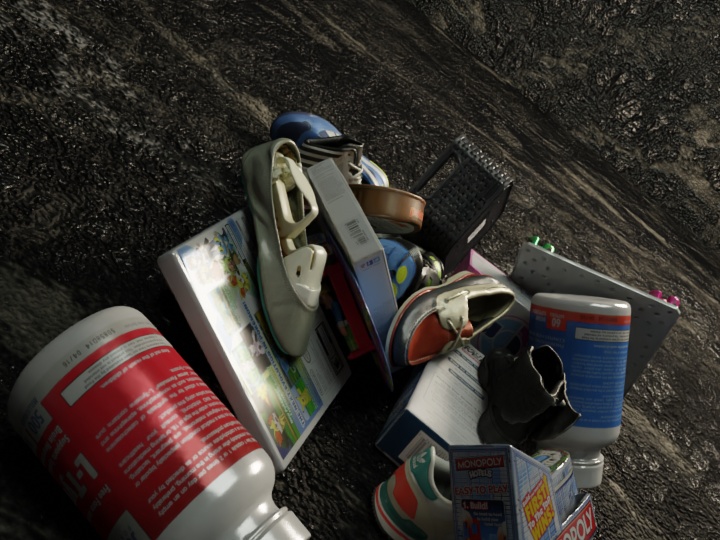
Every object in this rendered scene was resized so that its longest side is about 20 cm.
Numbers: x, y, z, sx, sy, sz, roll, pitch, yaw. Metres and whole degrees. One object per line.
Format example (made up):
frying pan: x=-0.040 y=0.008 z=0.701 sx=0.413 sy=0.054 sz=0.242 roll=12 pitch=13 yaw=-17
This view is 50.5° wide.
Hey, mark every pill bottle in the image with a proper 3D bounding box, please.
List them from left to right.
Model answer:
pill bottle: x=-0.129 y=0.131 z=0.503 sx=0.200 sy=0.113 sz=0.112 roll=44 pitch=27 yaw=13
pill bottle: x=0.239 y=0.132 z=0.856 sx=0.109 sy=0.205 sz=0.112 roll=4 pitch=2 yaw=0

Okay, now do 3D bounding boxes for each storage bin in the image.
storage bin: x=0.128 y=-0.081 z=1.054 sx=0.094 sy=0.135 sz=0.200 roll=43 pitch=-4 yaw=10

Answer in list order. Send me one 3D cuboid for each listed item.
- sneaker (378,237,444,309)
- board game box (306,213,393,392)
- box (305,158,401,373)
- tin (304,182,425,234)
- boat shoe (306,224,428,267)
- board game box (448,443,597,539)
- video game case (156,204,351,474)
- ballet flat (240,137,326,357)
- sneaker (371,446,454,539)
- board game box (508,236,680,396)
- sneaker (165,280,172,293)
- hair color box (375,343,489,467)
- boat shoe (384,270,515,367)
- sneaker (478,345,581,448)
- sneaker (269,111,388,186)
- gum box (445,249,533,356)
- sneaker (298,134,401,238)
sneaker: x=0.056 y=-0.001 z=0.882 sx=0.200 sy=0.081 sz=0.072 roll=72 pitch=-6 yaw=-76
board game box: x=-0.022 y=0.041 z=0.793 sx=0.201 sy=0.038 sz=0.160 roll=-119 pitch=-170 yaw=-51
box: x=0.000 y=0.000 z=0.819 sx=0.202 sy=0.036 sz=0.146 roll=76 pitch=-10 yaw=-50
tin: x=-0.017 y=-0.074 z=0.919 sx=0.196 sy=0.043 sz=0.111 roll=5 pitch=-3 yaw=28
boat shoe: x=0.015 y=-0.024 z=0.971 sx=0.197 sy=0.073 sz=0.062 roll=4 pitch=41 yaw=-39
board game box: x=0.140 y=0.225 z=0.619 sx=0.198 sy=0.061 sz=0.205 roll=-13 pitch=92 yaw=-52
video game case: x=-0.085 y=0.049 z=0.691 sx=0.203 sy=0.022 sz=0.182 roll=65 pitch=24 yaw=-10
ballet flat: x=-0.063 y=-0.027 z=0.691 sx=0.067 sy=0.063 sz=0.204 roll=17 pitch=57 yaw=-61
sneaker: x=0.111 y=0.224 z=0.677 sx=0.198 sy=0.094 sz=0.071 roll=31 pitch=27 yaw=-13
board game box: x=0.278 y=0.064 z=0.979 sx=0.197 sy=0.202 sz=0.026 roll=25 pitch=51 yaw=14
sneaker: x=-0.112 y=0.012 z=0.775 sx=0.088 sy=0.075 sz=0.199 roll=55 pitch=32 yaw=2
hair color box: x=0.094 y=0.147 z=0.814 sx=0.100 sy=0.061 sz=0.200 roll=39 pitch=27 yaw=2
boat shoe: x=0.098 y=0.053 z=0.819 sx=0.062 sy=0.073 sz=0.199 roll=20 pitch=29 yaw=31
sneaker: x=0.170 y=0.114 z=0.775 sx=0.060 sy=0.105 sz=0.201 roll=34 pitch=27 yaw=-5
sneaker: x=-0.045 y=-0.156 z=1.102 sx=0.198 sy=0.074 sz=0.083 roll=33 pitch=29 yaw=-9
gum box: x=0.182 y=0.084 z=0.957 sx=0.199 sy=0.114 sz=0.066 roll=37 pitch=21 yaw=-3
sneaker: x=-0.007 y=-0.103 z=1.016 sx=0.198 sy=0.116 sz=0.076 roll=30 pitch=27 yaw=-16
